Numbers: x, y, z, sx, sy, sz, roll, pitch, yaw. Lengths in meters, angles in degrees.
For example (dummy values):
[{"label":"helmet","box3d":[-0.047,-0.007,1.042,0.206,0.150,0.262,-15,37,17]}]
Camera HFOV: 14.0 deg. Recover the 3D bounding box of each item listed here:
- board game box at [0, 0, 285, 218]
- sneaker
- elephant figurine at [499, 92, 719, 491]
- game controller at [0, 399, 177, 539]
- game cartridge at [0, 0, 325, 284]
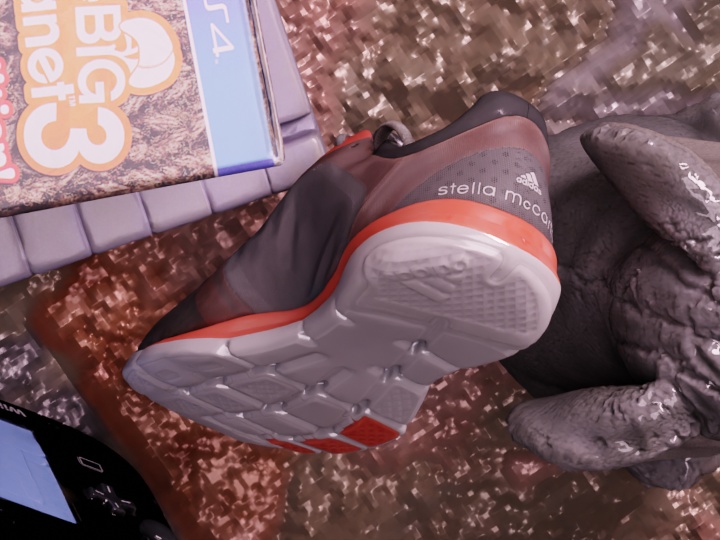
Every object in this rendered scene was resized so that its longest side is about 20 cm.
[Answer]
[{"label":"board game box","box3d":[-0.132,-0.069,0.848,0.200,0.159,0.097,-11,100,-3]},{"label":"sneaker","box3d":[0.000,0.000,0.928,0.077,0.200,0.082,29,58,-28]},{"label":"elephant figurine","box3d":[0.109,0.010,0.907,0.155,0.200,0.142,-26,100,-1]},{"label":"game controller","box3d":[-0.146,0.054,0.916,0.200,0.104,0.042,24,114,-29]},{"label":"game cartridge","box3d":[-0.101,-0.106,0.949,0.130,0.038,0.200,-18,100,2]}]
